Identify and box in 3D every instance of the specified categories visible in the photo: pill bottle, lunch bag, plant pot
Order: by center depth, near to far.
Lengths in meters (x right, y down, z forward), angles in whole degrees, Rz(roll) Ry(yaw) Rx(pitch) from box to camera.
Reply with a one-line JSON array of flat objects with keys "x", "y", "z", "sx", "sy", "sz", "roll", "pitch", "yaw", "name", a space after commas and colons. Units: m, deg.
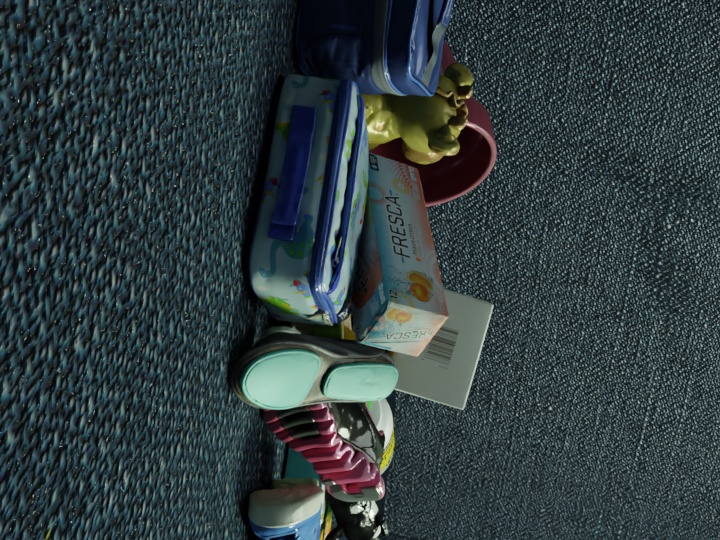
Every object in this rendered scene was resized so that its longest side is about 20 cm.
[{"x": -0.041, "y": -0.059, "z": 0.906, "sx": 0.161, "sy": 0.081, "sz": 0.203, "roll": 72, "pitch": 25, "yaw": -71, "name": "lunch bag"}, {"x": 0.027, "y": -0.267, "z": 0.965, "sx": 0.136, "sy": 0.130, "sz": 0.204, "roll": 5, "pitch": 93, "yaw": -76, "name": "lunch bag"}, {"x": 0.074, "y": -0.214, "z": 1.396, "sx": 0.201, "sy": 0.196, "sz": 0.181, "roll": 87, "pitch": -3, "yaw": -61, "name": "plant pot"}, {"x": -0.010, "y": 0.217, "z": 1.398, "sx": 0.200, "sy": 0.111, "sz": 0.114, "roll": 82, "pitch": 16, "yaw": -68, "name": "pill bottle"}]

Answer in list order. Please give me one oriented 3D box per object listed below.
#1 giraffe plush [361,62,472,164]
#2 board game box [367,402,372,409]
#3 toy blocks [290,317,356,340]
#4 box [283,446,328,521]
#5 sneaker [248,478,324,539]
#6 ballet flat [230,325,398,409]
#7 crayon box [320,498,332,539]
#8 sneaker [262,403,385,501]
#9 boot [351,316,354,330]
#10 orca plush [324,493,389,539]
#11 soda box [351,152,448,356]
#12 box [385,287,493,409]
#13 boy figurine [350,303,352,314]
[{"x": 0.040, "y": -0.175, "z": 1.128, "sx": 0.200, "sy": 0.159, "sz": 0.176, "roll": 56, "pitch": 42, "yaw": -82, "name": "giraffe plush"}, {"x": 0.012, "y": 0.091, "z": 1.249, "sx": 0.135, "sy": 0.029, "sz": 0.202, "roll": 105, "pitch": -2, "yaw": -50, "name": "board game box"}, {"x": -0.038, "y": 0.039, "z": 1.067, "sx": 0.201, "sy": 0.098, "sz": 0.139, "roll": 82, "pitch": 5, "yaw": -62, "name": "toy blocks"}, {"x": -0.056, "y": 0.198, "z": 1.226, "sx": 0.082, "sy": 0.048, "sz": 0.203, "roll": 66, "pitch": 32, "yaw": -81, "name": "box"}, {"x": -0.071, "y": 0.273, "z": 1.029, "sx": 0.200, "sy": 0.075, "sz": 0.113, "roll": 103, "pitch": -14, "yaw": -84, "name": "sneaker"}, {"x": -0.051, "y": 0.084, "z": 0.915, "sx": 0.198, "sy": 0.072, "sz": 0.074, "roll": 8, "pitch": 90, "yaw": -47, "name": "ballet flat"}, {"x": -0.075, "y": 0.371, "z": 1.258, "sx": 0.201, "sy": 0.050, "sz": 0.129, "roll": -70, "pitch": 166, "yaw": -64, "name": "crayon box"}, {"x": -0.030, "y": 0.145, "z": 1.038, "sx": 0.201, "sy": 0.078, "sz": 0.096, "roll": 59, "pitch": 38, "yaw": -36, "name": "sneaker"}, {"x": -0.020, "y": 0.023, "z": 1.340, "sx": 0.201, "sy": 0.063, "sz": 0.189, "roll": -66, "pitch": 161, "yaw": -55, "name": "boot"}, {"x": -0.023, "y": 0.306, "z": 1.273, "sx": 0.071, "sy": 0.106, "sz": 0.200, "roll": -35, "pitch": 167, "yaw": -16, "name": "orca plush"}, {"x": 0.027, "y": -0.019, "z": 0.985, "sx": 0.064, "sy": 0.067, "sz": 0.202, "roll": -55, "pitch": -150, "yaw": 38, "name": "soda box"}, {"x": 0.082, "y": 0.083, "z": 1.239, "sx": 0.200, "sy": 0.096, "sz": 0.126, "roll": 168, "pitch": -62, "yaw": -87, "name": "box"}, {"x": 0.000, "y": 0.000, "z": 1.154, "sx": 0.064, "sy": 0.125, "sz": 0.199, "roll": -36, "pitch": -178, "yaw": -36, "name": "boy figurine"}]
